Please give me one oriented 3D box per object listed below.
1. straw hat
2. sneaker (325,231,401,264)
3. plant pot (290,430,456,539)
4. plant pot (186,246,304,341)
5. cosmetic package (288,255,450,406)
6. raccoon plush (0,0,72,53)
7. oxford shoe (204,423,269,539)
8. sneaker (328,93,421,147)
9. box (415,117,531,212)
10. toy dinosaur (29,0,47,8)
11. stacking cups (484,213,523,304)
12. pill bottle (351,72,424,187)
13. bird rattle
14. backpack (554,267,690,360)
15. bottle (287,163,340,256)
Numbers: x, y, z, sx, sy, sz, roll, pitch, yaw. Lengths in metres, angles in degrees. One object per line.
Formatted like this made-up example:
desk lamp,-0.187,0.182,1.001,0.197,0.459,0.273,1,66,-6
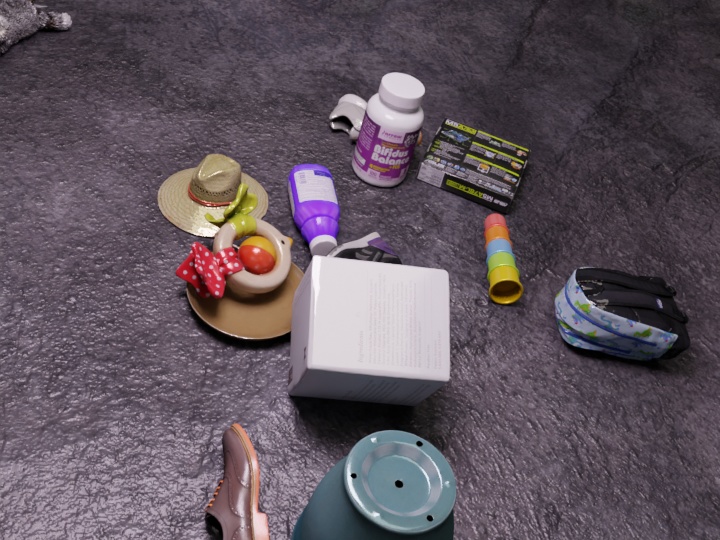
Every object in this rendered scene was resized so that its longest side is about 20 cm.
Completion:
straw hat,-0.251,-0.155,1.475,0.200,0.085,0.202,10,43,-9
sneaker,0.000,0.000,1.395,0.088,0.076,0.200,42,39,16
plant pot,0.027,0.298,1.021,0.199,0.189,0.201,9,43,-8
plant pot,-0.176,0.040,1.343,0.199,0.028,0.201,9,43,-8
cosmetic package,0.009,0.091,1.213,0.199,0.165,0.166,7,68,-12
raccoon plush,-0.665,-0.481,1.683,0.199,0.097,0.134,-9,57,-26
oxford shoe,-0.162,0.282,1.066,0.072,0.071,0.201,-5,47,-15
sneaker,0.026,-0.282,1.717,0.199,0.076,0.092,24,50,18
box,0.233,-0.218,1.728,0.199,0.048,0.193,22,41,6
toy dinosaur,-0.761,-0.559,1.740,0.199,0.102,0.077,3,72,2
stacking cups,0.254,-0.031,1.528,0.060,0.061,0.201,11,43,-7
pill bottle,0.056,-0.266,1.605,0.112,0.201,0.113,9,43,-8
bird rattle,-0.184,-0.031,1.327,0.162,0.113,0.201,25,44,-15
backpack,0.429,0.070,1.437,0.199,0.154,0.164,21,40,-28
bottle,-0.078,-0.104,1.494,0.083,0.066,0.201,1,45,-16
